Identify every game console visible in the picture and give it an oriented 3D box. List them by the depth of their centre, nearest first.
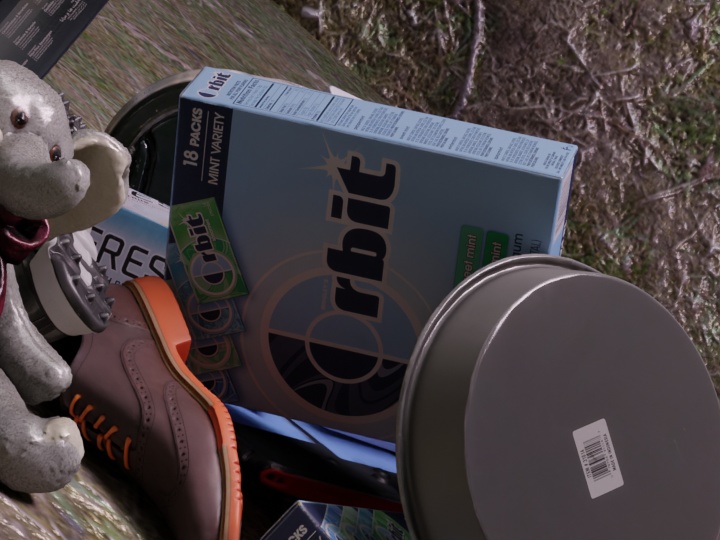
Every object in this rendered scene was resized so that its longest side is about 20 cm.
[{"bbox_3d":[-0.049,0.083,1.544,0.176,0.031,0.200,26,6,-46],"label":"game console"}]

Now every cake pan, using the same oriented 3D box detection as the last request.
[{"bbox_3d":[0.104,0.090,1.344,0.200,0.201,0.037,34,-27,-29],"label":"cake pan"}]

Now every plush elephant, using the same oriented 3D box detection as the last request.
[{"bbox_3d":[-0.176,-0.024,1.254,0.164,0.155,0.200,32,11,-38],"label":"plush elephant"}]

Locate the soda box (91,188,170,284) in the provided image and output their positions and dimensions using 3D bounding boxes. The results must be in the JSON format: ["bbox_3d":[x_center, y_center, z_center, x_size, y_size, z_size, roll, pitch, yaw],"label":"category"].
[{"bbox_3d":[-0.118,-0.001,1.530,0.199,0.069,0.064,24,10,-1],"label":"soda box"}]

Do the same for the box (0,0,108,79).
[{"bbox_3d":[-0.201,-0.122,1.512,0.046,0.200,0.159,39,9,-17],"label":"box"}]

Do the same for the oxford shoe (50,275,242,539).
[{"bbox_3d":[-0.109,0.081,1.377,0.072,0.072,0.200,-4,37,-22],"label":"oxford shoe"}]

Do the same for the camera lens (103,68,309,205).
[{"bbox_3d":[-0.075,-0.043,1.768,0.160,0.160,0.200,40,9,9],"label":"camera lens"}]

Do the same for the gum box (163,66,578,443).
[{"bbox_3d":[0.000,0.000,1.430,0.199,0.171,0.045,13,28,11],"label":"gum box"}]

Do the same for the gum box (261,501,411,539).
[{"bbox_3d":[0.051,0.200,1.354,0.200,0.045,0.170,46,10,20],"label":"gum box"}]

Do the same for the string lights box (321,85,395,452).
[{"bbox_3d":[0.015,0.003,1.605,0.102,0.059,0.201,23,45,-42],"label":"string lights box"}]

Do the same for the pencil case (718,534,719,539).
[{"bbox_3d":[0.156,0.199,1.523,0.200,0.090,0.094,-67,153,-47],"label":"pencil case"}]

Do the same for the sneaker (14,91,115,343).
[{"bbox_3d":[-0.176,-0.022,1.421,0.067,0.090,0.200,55,14,-32],"label":"sneaker"}]
